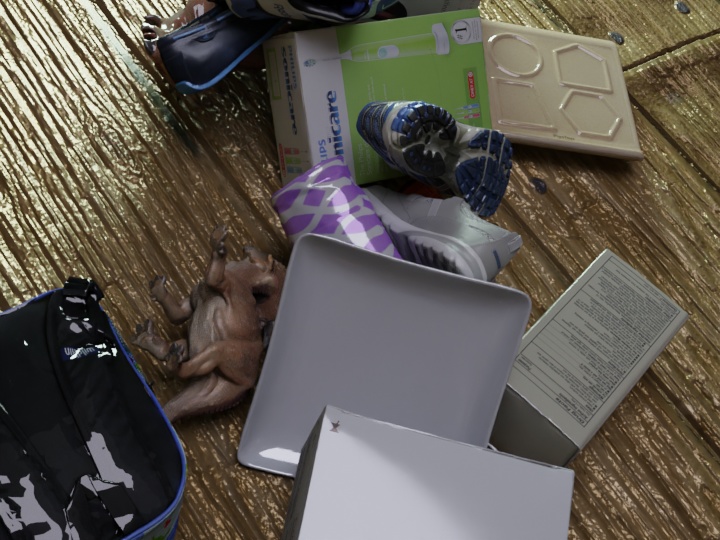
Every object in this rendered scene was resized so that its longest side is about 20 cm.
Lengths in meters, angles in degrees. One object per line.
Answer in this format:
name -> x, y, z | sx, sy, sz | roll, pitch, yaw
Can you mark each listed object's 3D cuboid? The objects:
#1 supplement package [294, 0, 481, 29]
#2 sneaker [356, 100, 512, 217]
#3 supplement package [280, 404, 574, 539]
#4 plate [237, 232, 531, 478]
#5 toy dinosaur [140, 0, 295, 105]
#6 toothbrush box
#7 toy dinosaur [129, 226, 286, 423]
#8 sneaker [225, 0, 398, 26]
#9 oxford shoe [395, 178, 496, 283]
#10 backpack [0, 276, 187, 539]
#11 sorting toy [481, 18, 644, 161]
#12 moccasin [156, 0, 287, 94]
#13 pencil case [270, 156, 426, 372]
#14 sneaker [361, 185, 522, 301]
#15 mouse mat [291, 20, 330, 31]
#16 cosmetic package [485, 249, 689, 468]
supplement package -> 0.039, -0.346, 1.255 | 0.198, 0.192, 0.148 | 17, 51, -4
sneaker -> 0.069, -0.111, 1.085 | 0.085, 0.199, 0.078 | 22, 86, 39
supplement package -> 0.043, 0.213, 0.888 | 0.198, 0.111, 0.157 | 15, 61, -6
plate -> 0.018, 0.085, 0.967 | 0.198, 0.202, 0.032 | 15, 11, -5
toy dinosaur -> -0.136, -0.227, 1.184 | 0.198, 0.086, 0.136 | -5, 56, -26
toothbrush box -> 0.019, -0.165, 1.140 | 0.198, 0.086, 0.147 | -14, 102, -26
toy dinosaur -> -0.107, 0.054, 0.987 | 0.135, 0.085, 0.202 | 33, 61, -38
sneaker -> -0.014, -0.255, 1.071 | 0.198, 0.081, 0.115 | -16, 23, -41
oxford shoe -> 0.080, -0.006, 1.114 | 0.073, 0.071, 0.201 | 31, 29, -44
backpack -> -0.224, 0.140, 0.846 | 0.182, 0.148, 0.200 | -24, 61, -32
sorting toy -> 0.208, -0.196, 1.304 | 0.183, 0.037, 0.201 | 7, 49, -13
moccasin -> -0.111, -0.246, 1.108 | 0.068, 0.080, 0.200 | 54, 50, -23
pencil case -> 0.000, 0.000, 1.027 | 0.201, 0.083, 0.085 | 62, 20, 1
sneaker -> 0.066, -0.031, 1.055 | 0.082, 0.075, 0.200 | -28, 34, -20
mouse mat -> -0.091, -0.315, 1.187 | 0.159, 0.200, 0.008 | 16, 59, -5
cosmetic package -> 0.191, 0.085, 1.056 | 0.103, 0.088, 0.200 | 42, 53, 13
